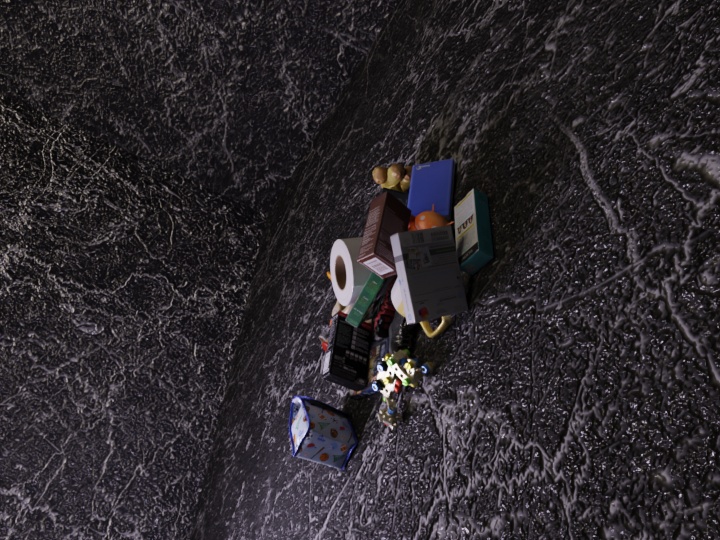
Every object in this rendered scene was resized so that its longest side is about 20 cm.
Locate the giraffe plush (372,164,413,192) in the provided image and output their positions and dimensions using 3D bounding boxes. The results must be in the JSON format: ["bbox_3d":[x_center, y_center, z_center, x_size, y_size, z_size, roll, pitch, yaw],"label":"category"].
[{"bbox_3d":[0.108,-0.245,1.728,0.198,0.169,0.166,-1,88,57],"label":"giraffe plush"}]

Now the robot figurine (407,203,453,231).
[{"bbox_3d":[0.169,-0.075,1.426,0.202,0.115,0.145,-57,17,25],"label":"robot figurine"}]

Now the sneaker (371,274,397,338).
[{"bbox_3d":[0.084,0.090,1.536,0.204,0.070,0.098,-67,23,5],"label":"sneaker"}]

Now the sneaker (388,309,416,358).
[{"bbox_3d":[0.118,0.154,1.406,0.201,0.059,0.105,-96,30,-57],"label":"sneaker"}]

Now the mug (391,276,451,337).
[{"bbox_3d":[0.147,0.059,1.326,0.154,0.147,0.189,124,164,-46],"label":"mug"}]

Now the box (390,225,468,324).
[{"bbox_3d":[0.159,0.007,1.212,0.041,0.153,0.205,-21,80,62],"label":"box"}]

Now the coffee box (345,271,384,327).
[{"bbox_3d":[0.031,0.057,1.485,0.203,0.043,0.123,-61,-8,6],"label":"coffee box"}]

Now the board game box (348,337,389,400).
[{"bbox_3d":[0.035,0.285,1.518,0.200,0.034,0.138,-38,35,53],"label":"board game box"}]

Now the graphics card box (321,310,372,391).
[{"bbox_3d":[-0.035,0.231,1.518,0.051,0.124,0.203,-39,34,45],"label":"graphics card box"}]

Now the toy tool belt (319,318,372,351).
[{"bbox_3d":[-0.036,0.207,1.694,0.123,0.126,0.199,-42,11,-30],"label":"toy tool belt"}]

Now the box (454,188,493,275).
[{"bbox_3d":[0.274,-0.097,1.284,0.082,0.048,0.203,-46,30,46],"label":"box"}]

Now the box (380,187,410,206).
[{"bbox_3d":[0.114,-0.130,1.557,0.051,0.154,0.204,92,-166,-71],"label":"box"}]

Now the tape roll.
[{"bbox_3d":[0.000,0.000,1.638,0.202,0.136,0.208,175,90,-68],"label":"tape roll"}]

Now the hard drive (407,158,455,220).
[{"bbox_3d":[0.203,-0.228,1.526,0.129,0.025,0.204,-5,58,25],"label":"hard drive"}]

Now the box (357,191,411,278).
[{"bbox_3d":[0.064,-0.094,1.390,0.074,0.099,0.204,-20,46,47],"label":"box"}]

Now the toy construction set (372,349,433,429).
[{"bbox_3d":[0.093,0.283,1.306,0.130,0.091,0.204,32,110,31],"label":"toy construction set"}]

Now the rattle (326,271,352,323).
[{"bbox_3d":[-0.099,0.123,1.873,0.201,0.141,0.131,-50,45,25],"label":"rattle"}]

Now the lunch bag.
[{"bbox_3d":[-0.115,0.452,1.535,0.125,0.168,0.200,-59,21,11],"label":"lunch bag"}]
